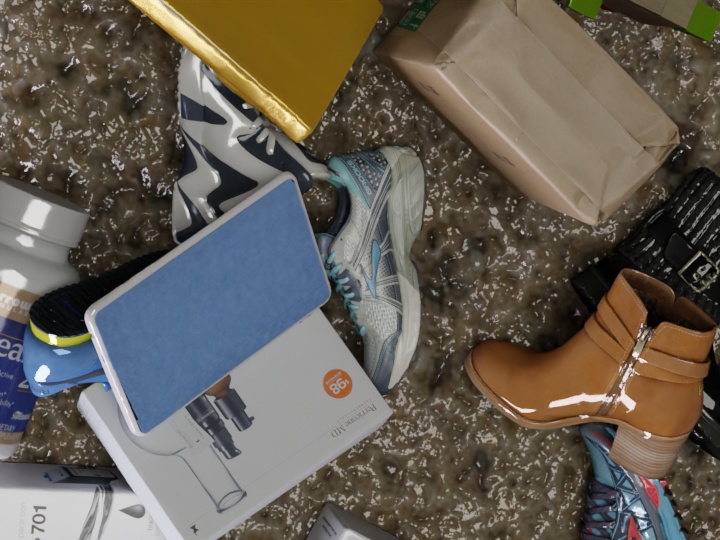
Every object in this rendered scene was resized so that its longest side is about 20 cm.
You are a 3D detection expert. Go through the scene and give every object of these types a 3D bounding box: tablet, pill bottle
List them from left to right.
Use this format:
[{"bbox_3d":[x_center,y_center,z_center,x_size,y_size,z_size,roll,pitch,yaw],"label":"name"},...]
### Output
[{"bbox_3d":[-0.282,0.034,1.608,0.111,0.111,0.201,21,94,-14],"label":"pill bottle"},{"bbox_3d":[-0.112,0.025,1.582,0.200,0.014,0.131,-37,132,-24],"label":"tablet"}]

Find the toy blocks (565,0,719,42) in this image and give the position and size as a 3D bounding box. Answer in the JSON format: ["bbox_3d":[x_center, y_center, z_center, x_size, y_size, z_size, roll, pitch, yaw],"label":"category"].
[{"bbox_3d":[0.176,-0.248,1.655,0.199,0.137,0.100,23,91,-21],"label":"toy blocks"}]

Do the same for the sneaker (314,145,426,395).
[{"bbox_3d":[0.000,0.000,1.680,0.086,0.078,0.201,1,88,-18],"label":"sneaker"}]

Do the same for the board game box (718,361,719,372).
[{"bbox_3d":[0.409,0.019,1.783,0.151,0.045,0.201,17,94,-13],"label":"board game box"}]

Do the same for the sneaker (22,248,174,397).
[{"bbox_3d":[-0.172,0.042,1.599,0.200,0.066,0.079,-21,135,-36],"label":"sneaker"}]

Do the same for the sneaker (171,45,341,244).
[{"bbox_3d":[-0.076,-0.110,1.631,0.129,0.079,0.200,5,98,3],"label":"sneaker"}]

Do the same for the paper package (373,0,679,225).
[{"bbox_3d":[0.124,-0.142,1.620,0.191,0.200,0.104,43,89,-15],"label":"paper package"}]

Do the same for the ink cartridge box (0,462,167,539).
[{"bbox_3d":[-0.222,0.235,1.665,0.199,0.086,0.147,4,98,-14],"label":"ink cartridge box"}]

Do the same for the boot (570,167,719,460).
[{"bbox_3d":[0.293,0.037,1.729,0.158,0.079,0.211,-37,91,-4],"label":"boot"}]

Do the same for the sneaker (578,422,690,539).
[{"bbox_3d":[0.221,0.217,1.758,0.095,0.079,0.201,-28,103,-4],"label":"sneaker"}]

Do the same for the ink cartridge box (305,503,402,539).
[{"bbox_3d":[-0.008,0.318,1.721,0.144,0.084,0.201,28,92,-15],"label":"ink cartridge box"}]

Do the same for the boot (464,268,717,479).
[{"bbox_3d":[0.184,0.065,1.669,0.077,0.200,0.156,-34,146,-44],"label":"boot"}]

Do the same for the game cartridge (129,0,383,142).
[{"bbox_3d":[-0.085,-0.218,1.601,0.200,0.032,0.177,41,48,-15],"label":"game cartridge"}]

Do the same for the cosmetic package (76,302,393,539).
[{"bbox_3d":[-0.098,0.109,1.639,0.200,0.052,0.151,-33,83,-21],"label":"cosmetic package"}]
